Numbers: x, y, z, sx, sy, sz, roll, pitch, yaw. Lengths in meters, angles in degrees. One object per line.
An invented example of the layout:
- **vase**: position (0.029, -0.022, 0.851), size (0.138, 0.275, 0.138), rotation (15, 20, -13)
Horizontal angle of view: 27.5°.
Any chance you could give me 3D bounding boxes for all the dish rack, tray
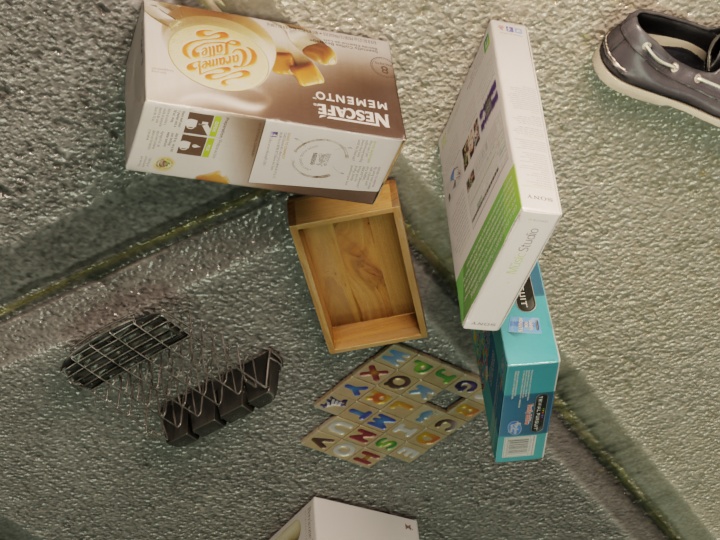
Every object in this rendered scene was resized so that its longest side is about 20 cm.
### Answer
- **dish rack**: position (-0.188, 0.098, 1.445), size (0.153, 0.055, 0.200), rotation (-29, 135, 23)
- **tray**: position (0.000, 0.000, 1.363), size (0.098, 0.037, 0.201), rotation (-10, 143, 4)

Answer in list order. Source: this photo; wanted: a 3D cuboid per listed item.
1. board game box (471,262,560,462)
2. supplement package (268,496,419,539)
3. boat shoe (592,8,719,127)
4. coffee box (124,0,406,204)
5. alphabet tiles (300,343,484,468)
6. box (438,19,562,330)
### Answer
- **board game box**: position (0.131, 0.043, 1.304), size (0.047, 0.201, 0.151), rotation (-4, 142, -3)
- **supplement package**: position (-0.038, 0.395, 1.761), size (0.150, 0.153, 0.200), rotation (18, 136, -27)
- **boat shoe**: position (0.287, -0.161, 1.176), size (0.199, 0.073, 0.063), rotation (11, 142, -14)
- **coffee box**: position (-0.075, -0.127, 1.127), size (0.199, 0.115, 0.080), rotation (8, 139, -17)
- **alphabet tiles**: position (0.034, 0.153, 1.585), size (0.167, 0.008, 0.200), rotation (24, 132, -33)
- **box**: position (0.105, -0.075, 1.152), size (0.036, 0.201, 0.145), rotation (8, 140, -13)
